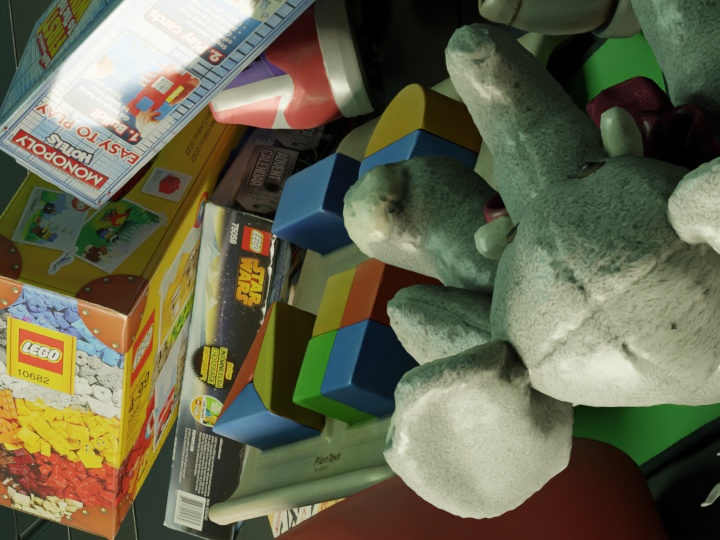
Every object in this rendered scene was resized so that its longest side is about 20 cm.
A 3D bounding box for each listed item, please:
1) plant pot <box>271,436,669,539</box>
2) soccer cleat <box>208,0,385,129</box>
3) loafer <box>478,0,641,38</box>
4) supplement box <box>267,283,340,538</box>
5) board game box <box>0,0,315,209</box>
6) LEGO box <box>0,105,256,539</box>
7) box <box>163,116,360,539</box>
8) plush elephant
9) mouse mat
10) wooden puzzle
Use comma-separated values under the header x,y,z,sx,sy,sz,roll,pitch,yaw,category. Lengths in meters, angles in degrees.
x,y,z,sx,sy,sz,roll,pitch,yaw,category
0.046,0.183,0.784,0.177,0.200,0.200,64,153,27,plant pot
-0.031,-0.105,1.051,0.200,0.073,0.068,-95,-9,-74,soccer cleat
0.059,-0.174,0.841,0.072,0.063,0.200,113,150,-60,loafer
0.016,0.116,1.016,0.126,0.073,0.200,104,155,-42,supplement box
-0.077,-0.135,0.981,0.200,0.062,0.200,-47,26,18,board game box
-0.111,0.000,1.086,0.200,0.077,0.149,-65,-11,-46,LEGO box
-0.047,0.017,1.134,0.137,0.040,0.200,-63,-13,-52,box
0.073,-0.010,0.672,0.200,0.165,0.155,61,-166,22,plush elephant
0.088,0.005,0.886,0.200,0.008,0.161,129,134,-65,mouse mat
0.000,0.000,0.922,0.185,0.046,0.200,-24,43,63,wooden puzzle
